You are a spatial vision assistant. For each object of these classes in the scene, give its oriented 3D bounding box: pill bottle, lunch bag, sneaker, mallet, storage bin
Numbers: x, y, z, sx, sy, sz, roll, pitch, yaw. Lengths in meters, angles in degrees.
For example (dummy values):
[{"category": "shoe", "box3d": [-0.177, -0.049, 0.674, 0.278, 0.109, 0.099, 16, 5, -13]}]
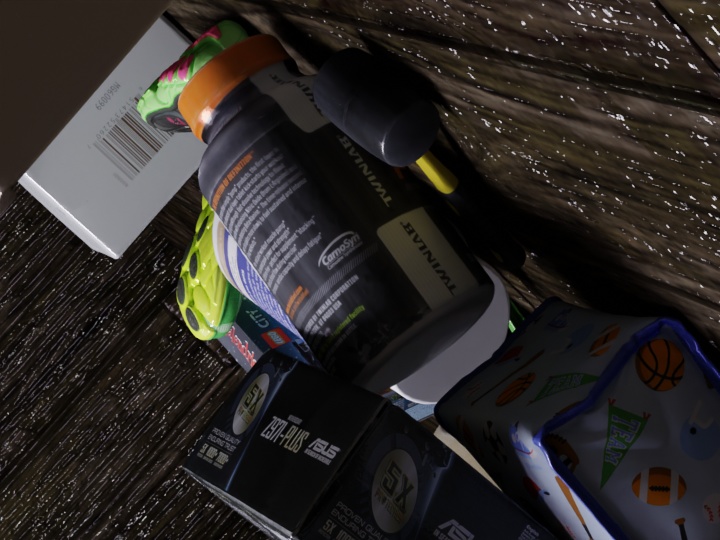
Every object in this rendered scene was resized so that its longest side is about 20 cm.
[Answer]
[{"category": "pill bottle", "box3d": [-0.021, -0.036, 1.213, 0.201, 0.106, 0.106, 54, 176, 13]}, {"category": "pill bottle", "box3d": [0.000, 0.000, 1.356, 0.200, 0.116, 0.116, 36, 171, 49]}, {"category": "lunch bag", "box3d": [0.161, 0.118, 1.156, 0.200, 0.124, 0.170, 51, 171, -11]}, {"category": "sneaker", "box3d": [-0.091, -0.105, 1.394, 0.084, 0.077, 0.200, 47, 174, -8]}, {"category": "mallet", "box3d": [0.048, -0.046, 1.144, 0.066, 0.041, 0.200, 40, 178, 45]}, {"category": "storage bin", "box3d": [-0.135, -0.149, 0.814, 0.094, 0.200, 0.198, 43, 174, -35]}, {"category": "sneaker", "box3d": [-0.083, -0.025, 1.628, 0.083, 0.201, 0.074, 28, 132, -13]}]

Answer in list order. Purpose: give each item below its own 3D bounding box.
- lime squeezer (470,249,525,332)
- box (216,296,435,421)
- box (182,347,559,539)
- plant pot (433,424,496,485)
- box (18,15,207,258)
[{"category": "lime squeezer", "box3d": [0.141, 0.065, 1.357, 0.200, 0.038, 0.071, 41, 143, 21]}, {"category": "box", "box3d": [-0.025, 0.048, 1.652, 0.200, 0.136, 0.038, 46, 145, 35]}, {"category": "box", "box3d": [0.025, 0.143, 1.157, 0.200, 0.086, 0.164, 41, 171, -23]}, {"category": "plant pot", "box3d": [0.117, 0.171, 1.613, 0.200, 0.199, 0.136, -156, 53, -70]}, {"category": "box", "box3d": [-0.179, -0.102, 1.602, 0.106, 0.152, 0.200, 42, 173, -11]}]
